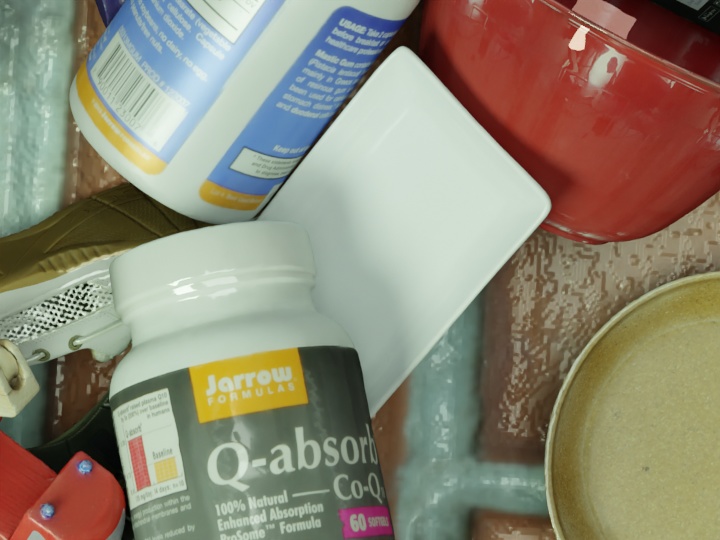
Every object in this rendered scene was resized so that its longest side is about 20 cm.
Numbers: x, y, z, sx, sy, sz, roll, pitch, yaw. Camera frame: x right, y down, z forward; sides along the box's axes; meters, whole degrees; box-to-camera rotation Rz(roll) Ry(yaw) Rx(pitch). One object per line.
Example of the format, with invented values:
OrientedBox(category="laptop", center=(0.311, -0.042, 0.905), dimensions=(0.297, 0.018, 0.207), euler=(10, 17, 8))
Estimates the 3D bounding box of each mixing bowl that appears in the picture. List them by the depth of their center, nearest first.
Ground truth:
OrientedBox(category="mixing bowl", center=(0.104, -0.082, 1.112), dimensions=(0.200, 0.200, 0.109), euler=(25, 106, -8))

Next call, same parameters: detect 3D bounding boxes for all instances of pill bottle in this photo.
OrientedBox(category="pill bottle", center=(-0.051, 0.086, 1.044), dimensions=(0.116, 0.116, 0.201), euler=(-10, 80, -9))
OrientedBox(category="pill bottle", center=(-0.039, -0.128, 1.068), dimensions=(0.112, 0.112, 0.200), euler=(36, 113, -7))

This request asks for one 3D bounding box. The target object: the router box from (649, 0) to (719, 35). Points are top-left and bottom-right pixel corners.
OrientedBox(category="router box", center=(0.165, -0.231, 1.147), dimensions=(0.157, 0.052, 0.200), euler=(25, 66, -8))

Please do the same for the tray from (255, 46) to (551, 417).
OrientedBox(category="tray", center=(0.000, 0.000, 1.089), dimensions=(0.107, 0.022, 0.200), euler=(48, 118, 15))

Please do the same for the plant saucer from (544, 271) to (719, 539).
OrientedBox(category="plant saucer", center=(0.189, 0.100, 1.190), dimensions=(0.200, 0.035, 0.201), euler=(0, 89, -9))

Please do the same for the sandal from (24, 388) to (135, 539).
OrientedBox(category="sandal", center=(-0.130, 0.110, 1.115), dimensions=(0.201, 0.057, 0.080), euler=(-36, 80, -31))

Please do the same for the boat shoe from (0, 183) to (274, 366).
OrientedBox(category="boat shoe", center=(-0.132, 0.010, 1.128), dimensions=(0.200, 0.071, 0.069), euler=(-20, 120, -16))

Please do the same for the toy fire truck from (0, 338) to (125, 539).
OrientedBox(category="toy fire truck", center=(-0.180, 0.052, 1.009), dimensions=(0.200, 0.141, 0.049), euler=(37, 52, 3))

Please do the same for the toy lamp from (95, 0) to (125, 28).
OrientedBox(category="toy lamp", center=(-0.039, -0.176, 1.143), dimensions=(0.199, 0.058, 0.058), euler=(-19, 93, -9))
